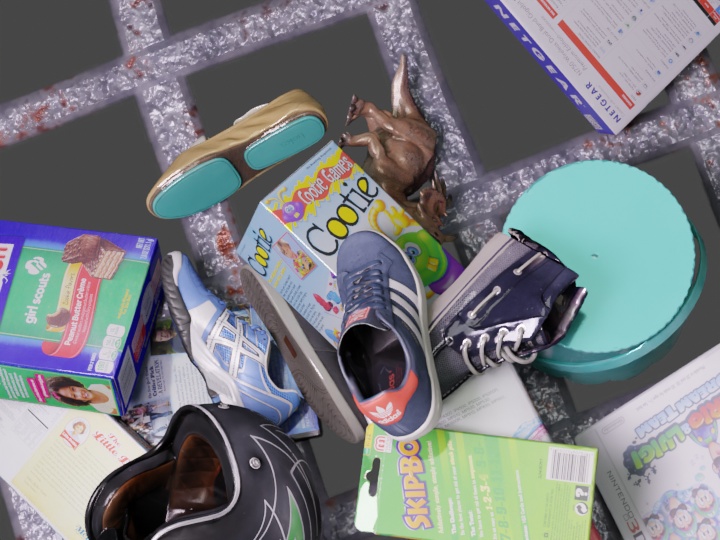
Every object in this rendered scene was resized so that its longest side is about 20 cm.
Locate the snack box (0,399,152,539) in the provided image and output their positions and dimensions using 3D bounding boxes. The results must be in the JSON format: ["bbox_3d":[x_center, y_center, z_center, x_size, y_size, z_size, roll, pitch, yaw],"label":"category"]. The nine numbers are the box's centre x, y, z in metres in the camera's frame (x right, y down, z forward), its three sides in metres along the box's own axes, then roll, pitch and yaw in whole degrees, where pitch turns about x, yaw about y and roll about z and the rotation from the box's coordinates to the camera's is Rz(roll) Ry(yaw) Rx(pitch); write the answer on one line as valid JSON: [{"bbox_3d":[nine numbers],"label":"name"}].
[{"bbox_3d":[-0.274,0.183,1.543,0.200,0.037,0.116,40,90,19],"label":"snack box"}]

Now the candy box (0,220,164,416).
[{"bbox_3d":[-0.304,0.041,1.539,0.199,0.077,0.170,6,52,8],"label":"candy box"}]

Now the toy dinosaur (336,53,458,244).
[{"bbox_3d":[0.043,-0.104,1.561,0.135,0.086,0.201,17,64,-1],"label":"toy dinosaur"}]

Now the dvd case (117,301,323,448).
[{"bbox_3d":[-0.144,0.110,1.566,0.199,0.018,0.144,-11,78,4],"label":"dvd case"}]

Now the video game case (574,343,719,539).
[{"bbox_3d":[0.308,0.182,1.438,0.200,0.024,0.183,-37,66,29],"label":"video game case"}]

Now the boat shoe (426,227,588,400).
[{"bbox_3d":[0.107,0.058,1.362,0.093,0.075,0.200,29,77,40],"label":"boat shoe"}]

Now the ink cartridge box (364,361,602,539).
[{"bbox_3d":[0.111,0.191,1.454,0.144,0.145,0.201,-27,77,1],"label":"ink cartridge box"}]

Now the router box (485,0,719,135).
[{"bbox_3d":[0.237,-0.264,1.541,0.179,0.049,0.200,-43,103,-4],"label":"router box"}]

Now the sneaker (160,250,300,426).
[{"bbox_3d":[-0.129,0.068,1.533,0.077,0.076,0.201,-28,86,-7],"label":"sneaker"}]

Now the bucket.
[{"bbox_3d":[0.218,0.000,1.486,0.206,0.135,0.209,-1,80,7],"label":"bucket"}]

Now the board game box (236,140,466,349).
[{"bbox_3d":[0.000,0.000,1.469,0.200,0.105,0.103,44,60,6],"label":"board game box"}]

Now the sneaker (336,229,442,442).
[{"bbox_3d":[0.010,0.040,1.323,0.075,0.084,0.201,-32,54,20],"label":"sneaker"}]

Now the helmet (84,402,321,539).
[{"bbox_3d":[-0.127,0.222,1.422,0.190,0.200,0.200,-38,76,-18],"label":"helmet"}]

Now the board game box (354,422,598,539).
[{"bbox_3d":[0.098,0.187,1.368,0.199,0.030,0.096,7,78,5],"label":"board game box"}]

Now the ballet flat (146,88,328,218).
[{"bbox_3d":[-0.126,-0.117,1.598,0.199,0.069,0.063,-27,49,-2],"label":"ballet flat"}]

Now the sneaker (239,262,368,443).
[{"bbox_3d":[-0.021,0.058,1.529,0.106,0.075,0.201,-28,84,-22],"label":"sneaker"}]
